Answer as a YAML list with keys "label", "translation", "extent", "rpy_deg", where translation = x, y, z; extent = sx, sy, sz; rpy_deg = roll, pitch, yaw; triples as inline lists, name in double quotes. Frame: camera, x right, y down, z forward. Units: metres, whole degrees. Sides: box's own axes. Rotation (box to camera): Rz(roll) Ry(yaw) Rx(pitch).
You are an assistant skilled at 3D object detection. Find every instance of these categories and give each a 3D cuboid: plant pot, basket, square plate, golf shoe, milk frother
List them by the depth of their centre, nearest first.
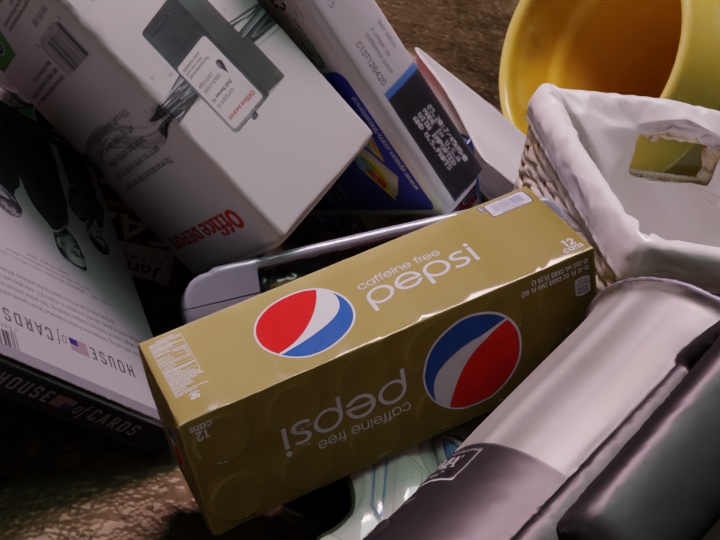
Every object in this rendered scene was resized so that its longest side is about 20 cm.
- label: "milk frother"
  translation: [0.120, 0.131, 0.510]
  extent: [0.188, 0.180, 0.201]
  rpy_deg: [-39, 99, -31]
- label: "golf shoe"
  translation: [-0.004, 0.078, 0.658]
  extent: [0.096, 0.079, 0.201]
  rpy_deg: [-1, 28, -16]
- label: "basket"
  translation: [0.191, 0.014, 0.774]
  extent: [0.195, 0.163, 0.201]
  rpy_deg: [6, 27, -13]
- label: "square plate"
  translation: [0.122, -0.056, 0.953]
  extent: [0.199, 0.028, 0.199]
  rpy_deg: [36, 17, -27]
- label: "plant pot"
  translation: [0.247, -0.157, 1.130]
  extent: [0.187, 0.203, 0.201]
  rpy_deg: [14, 21, -38]

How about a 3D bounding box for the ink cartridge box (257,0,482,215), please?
- label: "ink cartridge box"
  translation: [-0.051, -0.116, 0.761]
  extent: [0.047, 0.198, 0.199]
  rpy_deg: [-48, 27, -22]

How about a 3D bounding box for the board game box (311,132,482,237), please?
- label: "board game box"
  translation: [-0.005, -0.068, 0.876]
  extent: [0.199, 0.136, 0.035]
  rpy_deg: [34, 65, 32]

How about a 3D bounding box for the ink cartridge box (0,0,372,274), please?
- label: "ink cartridge box"
  translation: [-0.107, -0.102, 0.709]
  extent: [0.083, 0.200, 0.146]
  rpy_deg: [-47, 14, -22]

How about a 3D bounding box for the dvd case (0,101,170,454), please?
- label: "dvd case"
  translation: [-0.165, -0.014, 0.662]
  extent: [0.150, 0.025, 0.201]
  rpy_deg: [33, 25, -50]

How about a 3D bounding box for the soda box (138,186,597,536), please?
- label: "soda box"
  translation: [0.007, 0.037, 0.609]
  extent: [0.198, 0.068, 0.064]
  rpy_deg: [-22, 37, -13]

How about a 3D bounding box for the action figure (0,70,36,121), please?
- label: "action figure"
  translation: [-0.234, -0.118, 0.880]
  extent: [0.118, 0.055, 0.199]
  rpy_deg: [-39, 19, -25]

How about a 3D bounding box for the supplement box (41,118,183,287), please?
- label: "supplement box"
  translation: [-0.151, -0.070, 0.880]
  extent: [0.107, 0.062, 0.201]
  rpy_deg: [12, 27, -5]

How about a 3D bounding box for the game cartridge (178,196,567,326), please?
- label: "game cartridge"
  translation: [0.000, 0.000, 0.731]
  extent: [0.197, 0.041, 0.133]
  rpy_deg: [-13, -5, -10]

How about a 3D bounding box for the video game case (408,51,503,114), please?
- label: "video game case"
  translation: [0.022, -0.168, 1.116]
  extent: [0.181, 0.023, 0.199]
  rpy_deg: [36, 14, 21]
